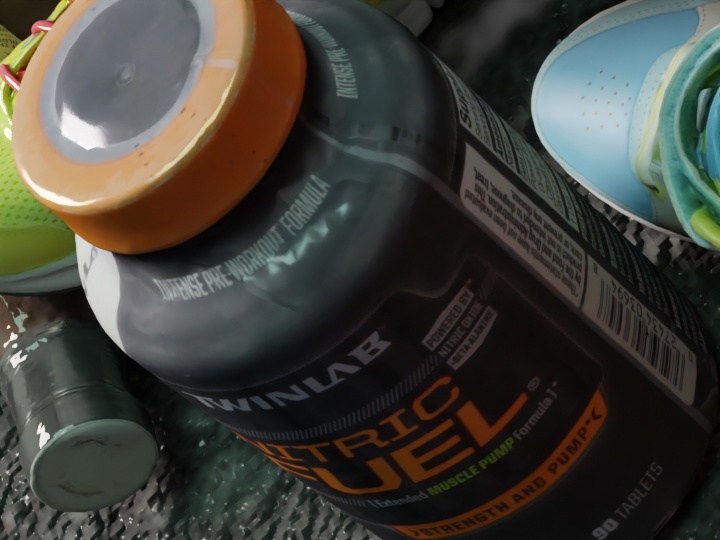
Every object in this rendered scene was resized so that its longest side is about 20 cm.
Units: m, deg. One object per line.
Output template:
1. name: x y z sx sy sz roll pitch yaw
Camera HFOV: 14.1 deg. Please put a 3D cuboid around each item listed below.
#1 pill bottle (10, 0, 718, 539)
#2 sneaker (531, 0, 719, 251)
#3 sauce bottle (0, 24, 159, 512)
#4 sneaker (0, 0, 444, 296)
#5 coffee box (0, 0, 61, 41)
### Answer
1. pill bottle: 0.000 0.000 0.734 0.106 0.200 0.106 -20 51 28
2. sneaker: 0.095 -0.039 0.726 0.200 0.130 0.080 12 95 43
3. sauce bottle: -0.109 -0.007 0.924 0.065 0.065 0.200 -36 46 15
4. sneaker: -0.064 -0.074 0.870 0.200 0.090 0.078 -40 58 -17
5. coffee box: -0.046 -0.158 0.937 0.200 0.114 0.080 -34 47 16
